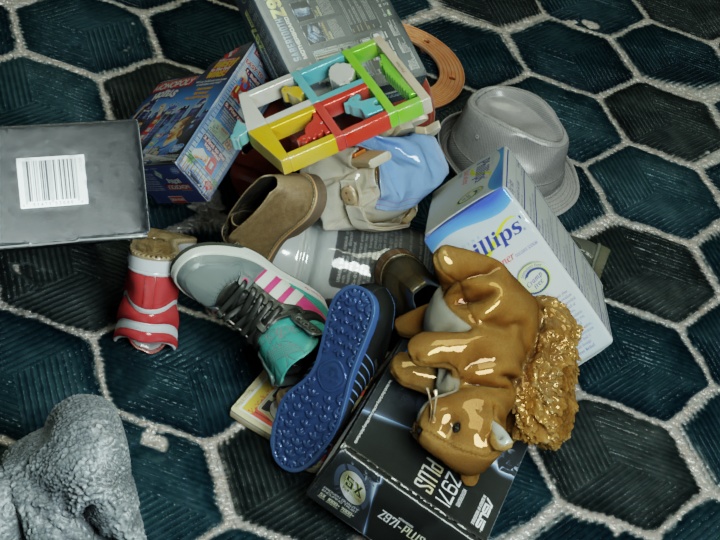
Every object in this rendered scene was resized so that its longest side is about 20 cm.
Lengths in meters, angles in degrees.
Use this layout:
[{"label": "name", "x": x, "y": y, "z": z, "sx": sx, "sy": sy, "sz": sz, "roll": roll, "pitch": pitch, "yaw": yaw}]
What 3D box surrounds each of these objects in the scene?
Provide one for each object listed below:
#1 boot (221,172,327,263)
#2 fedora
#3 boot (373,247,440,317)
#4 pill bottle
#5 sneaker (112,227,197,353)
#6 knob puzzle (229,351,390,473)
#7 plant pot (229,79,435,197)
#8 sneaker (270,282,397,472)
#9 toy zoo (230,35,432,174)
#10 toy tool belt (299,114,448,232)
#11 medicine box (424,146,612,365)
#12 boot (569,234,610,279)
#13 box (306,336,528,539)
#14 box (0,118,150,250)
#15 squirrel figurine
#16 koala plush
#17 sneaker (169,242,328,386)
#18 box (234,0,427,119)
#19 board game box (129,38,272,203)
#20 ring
[{"label": "boot", "x": -0.123, "y": -0.035, "z": 1.617, "sx": 0.075, "sy": 0.200, "sz": 0.074, "roll": 6, "pitch": 48, "yaw": -44}, {"label": "fedora", "x": 0.196, "y": -0.164, "z": 1.955, "sx": 0.200, "sy": 0.091, "sz": 0.176, "roll": 41, "pitch": 46, "yaw": 24}, {"label": "boot", "x": 0.090, "y": 0.069, "z": 1.603, "sx": 0.200, "sy": 0.075, "sz": 0.097, "roll": 49, "pitch": -2, "yaw": -21}, {"label": "pill bottle", "x": 0.000, "y": 0.000, "z": 1.689, "sx": 0.199, "sy": 0.114, "sz": 0.114, "roll": 13, "pitch": 41, "yaw": -7}, {"label": "sneaker", "x": -0.216, "y": 0.020, "z": 1.636, "sx": 0.071, "sy": 0.113, "sz": 0.200, "roll": 8, "pitch": 10, "yaw": -1}, {"label": "knob puzzle", "x": -0.007, "y": 0.137, "z": 1.599, "sx": 0.218, "sy": 0.031, "sz": 0.220, "roll": 10, "pitch": 41, "yaw": -9}, {"label": "plant pot", "x": -0.043, "y": -0.154, "z": 1.796, "sx": 0.200, "sy": 0.201, "sz": 0.196, "roll": 27, "pitch": 49, "yaw": 11}, {"label": "sneaker", "x": -0.019, "y": 0.106, "z": 1.519, "sx": 0.070, "sy": 0.201, "sz": 0.078, "roll": 31, "pitch": 13, "yaw": 24}, {"label": "toy zoo", "x": -0.041, "y": -0.167, "z": 1.605, "sx": 0.199, "sy": 0.021, "sz": 0.131, "roll": -24, "pitch": 45, "yaw": -10}, {"label": "toy tool belt", "x": 0.039, "y": -0.112, "z": 1.646, "sx": 0.199, "sy": 0.123, "sz": 0.125, "roll": -23, "pitch": 84, "yaw": -48}, {"label": "medicine box", "x": 0.165, "y": -0.006, "z": 1.619, "sx": 0.200, "sy": 0.103, "sz": 0.182, "roll": 53, "pitch": 15, "yaw": -10}, {"label": "boot", "x": 0.182, "y": -0.021, "z": 1.809, "sx": 0.199, "sy": 0.073, "sz": 0.182, "roll": 29, "pitch": 28, "yaw": 3}, {"label": "box", "x": 0.065, "y": 0.177, "z": 1.513, "sx": 0.163, "sy": 0.086, "sz": 0.200, "roll": 35, "pitch": 42, "yaw": -1}, {"label": "box", "x": -0.340, "y": -0.081, "z": 1.579, "sx": 0.199, "sy": 0.196, "sz": 0.125, "roll": -6, "pitch": 90, "yaw": -25}, {"label": "squirrel figurine", "x": 0.129, "y": 0.106, "z": 1.457, "sx": 0.199, "sy": 0.142, "sz": 0.188, "roll": 14, "pitch": 52, "yaw": -20}, {"label": "koala plush", "x": -0.294, "y": 0.205, "z": 1.333, "sx": 0.199, "sy": 0.185, "sz": 0.178, "roll": -11, "pitch": 47, "yaw": -13}, {"label": "sneaker", "x": -0.097, "y": 0.053, "z": 1.552, "sx": 0.199, "sy": 0.084, "sz": 0.121, "roll": 25, "pitch": 25, "yaw": -37}, {"label": "box", "x": -0.038, "y": -0.269, "z": 1.729, "sx": 0.157, "sy": 0.051, "sz": 0.201, "roll": -18, "pitch": 70, "yaw": -25}, {"label": "board game box", "x": -0.184, "y": -0.167, "z": 1.741, "sx": 0.199, "sy": 0.062, "sz": 0.200, "roll": 3, "pitch": 49, "yaw": 52}, {"label": "ring", "x": 0.042, "y": -0.273, "z": 2.077, "sx": 0.199, "sy": 0.019, "sz": 0.201, "roll": 10, "pitch": 42, "yaw": -9}]
